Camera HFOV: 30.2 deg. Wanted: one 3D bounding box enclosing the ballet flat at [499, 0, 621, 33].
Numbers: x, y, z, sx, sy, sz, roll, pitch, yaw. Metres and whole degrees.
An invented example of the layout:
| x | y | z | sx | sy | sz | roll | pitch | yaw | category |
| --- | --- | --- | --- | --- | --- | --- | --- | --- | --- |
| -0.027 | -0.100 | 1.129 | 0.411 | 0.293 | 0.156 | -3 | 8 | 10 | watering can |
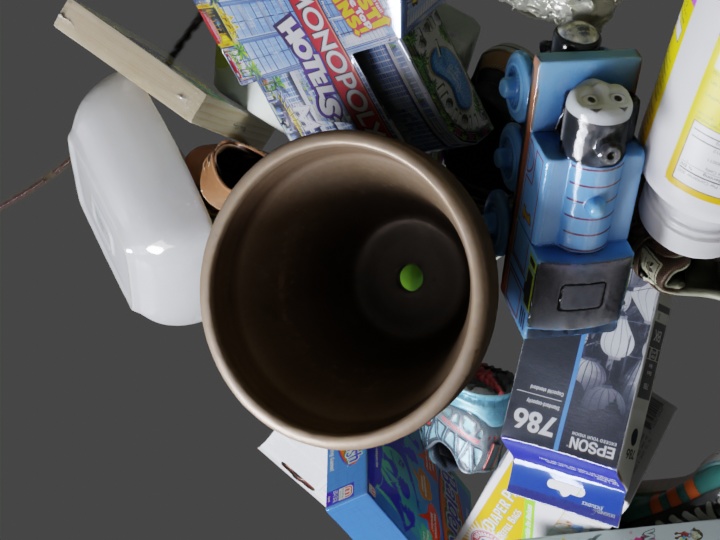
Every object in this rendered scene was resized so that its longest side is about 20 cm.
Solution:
| x | y | z | sx | sy | sz | roll | pitch | yaw | category |
| --- | --- | --- | --- | --- | --- | --- | --- | --- | --- |
| 0.080 | -0.203 | 0.879 | 0.198 | 0.072 | 0.072 | 28 | 141 | 18 | ballet flat |

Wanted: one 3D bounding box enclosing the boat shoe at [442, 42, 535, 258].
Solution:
| x | y | z | sx | sy | sz | roll | pitch | yaw | category |
| --- | --- | --- | --- | --- | --- | --- | --- | --- | --- |
| 0.092 | -0.076 | 0.995 | 0.074 | 0.062 | 0.201 | 26 | 142 | 16 | boat shoe |

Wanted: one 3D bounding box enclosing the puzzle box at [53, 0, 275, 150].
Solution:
| x | y | z | sx | sy | sz | roll | pitch | yaw | category |
| --- | --- | --- | --- | --- | --- | --- | --- | --- | --- |
| -0.149 | -0.151 | 1.058 | 0.132 | 0.026 | 0.200 | 36 | -175 | 10 | puzzle box |

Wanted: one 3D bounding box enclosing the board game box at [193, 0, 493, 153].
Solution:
| x | y | z | sx | sy | sz | roll | pitch | yaw | category |
| --- | --- | --- | --- | --- | --- | --- | --- | --- | --- |
| -0.003 | -0.157 | 0.882 | 0.198 | 0.062 | 0.202 | -6 | 120 | 48 | board game box |

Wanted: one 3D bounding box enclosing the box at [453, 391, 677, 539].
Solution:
| x | y | z | sx | sy | sz | roll | pitch | yaw | category |
| --- | --- | --- | --- | --- | --- | --- | --- | --- | --- |
| 0.169 | 0.177 | 1.132 | 0.101 | 0.113 | 0.201 | 32 | 143 | 9 | box |

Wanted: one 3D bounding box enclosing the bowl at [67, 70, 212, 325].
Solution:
| x | y | z | sx | sy | sz | roll | pitch | yaw | category |
| --- | --- | --- | --- | --- | --- | --- | --- | --- | --- |
| -0.195 | -0.052 | 1.175 | 0.202 | 0.074 | 0.200 | 60 | 163 | 18 | bowl |

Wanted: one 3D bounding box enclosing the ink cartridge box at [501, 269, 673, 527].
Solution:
| x | y | z | sx | sy | sz | roll | pitch | yaw | category |
| --- | --- | --- | --- | --- | --- | --- | --- | --- | --- |
| 0.166 | 0.080 | 0.992 | 0.098 | 0.203 | 0.039 | 11 | 177 | 32 | ink cartridge box |

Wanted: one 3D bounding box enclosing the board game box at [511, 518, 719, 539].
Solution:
| x | y | z | sx | sy | sz | roll | pitch | yaw | category |
| --- | --- | --- | --- | --- | --- | --- | --- | --- | --- |
| 0.232 | 0.267 | 1.075 | 0.197 | 0.065 | 0.148 | -12 | 140 | 20 | board game box |

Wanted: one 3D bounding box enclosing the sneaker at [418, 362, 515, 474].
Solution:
| x | y | z | sx | sy | sz | roll | pitch | yaw | category |
| --- | --- | --- | --- | --- | --- | --- | --- | --- | --- |
| 0.063 | 0.120 | 1.135 | 0.200 | 0.078 | 0.097 | -160 | 71 | -70 | sneaker |

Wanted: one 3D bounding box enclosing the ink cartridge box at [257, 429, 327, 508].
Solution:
| x | y | z | sx | sy | sz | roll | pitch | yaw | category |
| --- | --- | --- | --- | --- | --- | --- | --- | --- | --- |
| -0.021 | 0.162 | 1.339 | 0.109 | 0.050 | 0.200 | 40 | 144 | 0 | ink cartridge box |

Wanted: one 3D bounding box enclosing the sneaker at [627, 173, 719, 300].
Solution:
| x | y | z | sx | sy | sz | roll | pitch | yaw | category |
| --- | --- | --- | --- | --- | --- | --- | --- | --- | --- |
| 0.207 | -0.029 | 0.926 | 0.198 | 0.076 | 0.071 | 24 | 140 | 22 | sneaker |

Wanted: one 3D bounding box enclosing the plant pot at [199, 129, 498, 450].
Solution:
| x | y | z | sx | sy | sz | roll | pitch | yaw | category |
| --- | --- | --- | --- | --- | --- | --- | --- | --- | --- |
| 0.013 | 0.011 | 0.918 | 0.197 | 0.174 | 0.204 | 0 | 91 | 19 | plant pot |

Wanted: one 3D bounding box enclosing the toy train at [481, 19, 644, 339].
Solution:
| x | y | z | sx | sy | sz | roll | pitch | yaw | category |
| --- | --- | --- | --- | --- | --- | --- | --- | --- | --- |
| 0.135 | -0.056 | 0.866 | 0.085 | 0.115 | 0.202 | -5 | 128 | -13 | toy train |

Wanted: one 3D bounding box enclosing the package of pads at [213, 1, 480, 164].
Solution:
| x | y | z | sx | sy | sz | roll | pitch | yaw | category |
| --- | --- | --- | --- | --- | --- | --- | --- | --- | --- |
| -0.017 | -0.158 | 1.003 | 0.199 | 0.068 | 0.156 | 33 | 142 | 16 | package of pads |

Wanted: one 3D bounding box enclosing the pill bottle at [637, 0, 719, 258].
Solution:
| x | y | z | sx | sy | sz | roll | pitch | yaw | category |
| --- | --- | --- | --- | --- | --- | --- | --- | --- | --- |
| 0.229 | -0.101 | 0.812 | 0.103 | 0.104 | 0.201 | 28 | 141 | 16 | pill bottle |

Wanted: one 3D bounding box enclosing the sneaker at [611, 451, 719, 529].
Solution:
| x | y | z | sx | sy | sz | roll | pitch | yaw | category |
| --- | --- | --- | --- | --- | --- | --- | --- | --- | --- |
| 0.272 | 0.209 | 1.098 | 0.071 | 0.080 | 0.199 | 46 | 142 | -7 | sneaker |

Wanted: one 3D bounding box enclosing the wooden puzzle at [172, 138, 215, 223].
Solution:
| x | y | z | sx | sy | sz | roll | pitch | yaw | category |
| --- | --- | --- | --- | --- | --- | --- | --- | --- | --- |
| -0.126 | -0.010 | 1.224 | 0.200 | 0.046 | 0.187 | 46 | 151 | 47 | wooden puzzle |

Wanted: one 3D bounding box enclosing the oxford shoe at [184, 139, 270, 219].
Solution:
| x | y | z | sx | sy | sz | roll | pitch | yaw | category |
| --- | --- | --- | --- | --- | --- | --- | --- | --- | --- |
| -0.100 | -0.080 | 1.074 | 0.071 | 0.071 | 0.199 | 50 | 166 | -31 | oxford shoe |

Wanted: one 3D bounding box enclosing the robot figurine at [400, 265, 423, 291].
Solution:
| x | y | z | sx | sy | sz | roll | pitch | yaw | category |
| --- | --- | --- | --- | --- | --- | --- | --- | --- | --- |
| 0.000 | 0.000 | 1.104 | 0.198 | 0.117 | 0.176 | 28 | 172 | 17 | robot figurine |

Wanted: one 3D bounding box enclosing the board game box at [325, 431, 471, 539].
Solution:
| x | y | z | sx | sy | sz | roll | pitch | yaw | category |
| --- | --- | --- | --- | --- | --- | --- | --- | --- | --- |
| 0.039 | 0.204 | 1.181 | 0.045 | 0.153 | 0.201 | -24 | 126 | 19 | board game box |
